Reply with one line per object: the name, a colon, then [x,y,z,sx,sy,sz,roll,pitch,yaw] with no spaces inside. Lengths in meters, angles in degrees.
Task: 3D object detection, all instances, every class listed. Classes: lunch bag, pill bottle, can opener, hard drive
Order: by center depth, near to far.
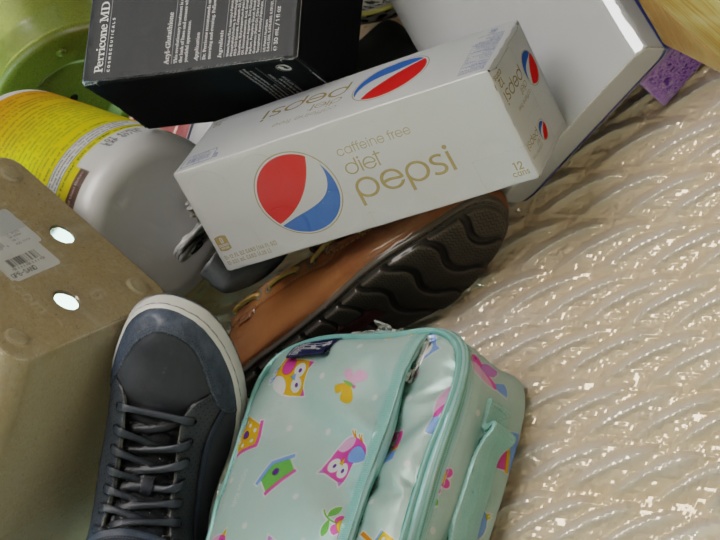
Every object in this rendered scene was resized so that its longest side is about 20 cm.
lunch bag: [0.000,0.122,1.312,0.160,0.077,0.200,-8,57,45]
hard drive: [0.078,-0.157,1.393,0.132,0.025,0.200,-48,59,37]
can opener: [-0.035,-0.066,1.487,0.200,0.066,0.053,-48,-1,-20]
pill bottle: [-0.179,-0.049,1.544,0.200,0.109,0.109,20,79,47]

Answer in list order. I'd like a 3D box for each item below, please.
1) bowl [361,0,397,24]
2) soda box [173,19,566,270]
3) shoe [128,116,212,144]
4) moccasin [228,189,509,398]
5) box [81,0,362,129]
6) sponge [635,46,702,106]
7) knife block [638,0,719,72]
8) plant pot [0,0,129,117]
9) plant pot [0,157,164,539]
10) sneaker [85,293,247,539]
bowl: [-0.002,-0.223,1.543,0.200,0.094,0.201,-4,68,11]
soda box: [0.004,-0.065,1.353,0.200,0.068,0.064,-16,24,28]
shoe: [-0.093,-0.119,1.608,0.091,0.071,0.200,7,72,45]
moccasin: [0.001,0.000,1.417,0.201,0.074,0.078,-39,47,37]
box: [-0.072,-0.192,1.439,0.141,0.079,0.200,-3,71,25]
sponge: [0.200,-0.195,1.373,0.200,0.030,0.112,-49,36,9]
knife block: [0.171,-0.167,1.229,0.064,0.176,0.200,-48,48,-8]
plant pot: [-0.229,-0.167,1.721,0.200,0.200,0.193,-46,49,13]
plant pot: [-0.224,0.056,1.415,0.200,0.200,0.177,41,123,17]
sneaker: [-0.115,0.127,1.342,0.146,0.077,0.203,-69,-13,-58]
